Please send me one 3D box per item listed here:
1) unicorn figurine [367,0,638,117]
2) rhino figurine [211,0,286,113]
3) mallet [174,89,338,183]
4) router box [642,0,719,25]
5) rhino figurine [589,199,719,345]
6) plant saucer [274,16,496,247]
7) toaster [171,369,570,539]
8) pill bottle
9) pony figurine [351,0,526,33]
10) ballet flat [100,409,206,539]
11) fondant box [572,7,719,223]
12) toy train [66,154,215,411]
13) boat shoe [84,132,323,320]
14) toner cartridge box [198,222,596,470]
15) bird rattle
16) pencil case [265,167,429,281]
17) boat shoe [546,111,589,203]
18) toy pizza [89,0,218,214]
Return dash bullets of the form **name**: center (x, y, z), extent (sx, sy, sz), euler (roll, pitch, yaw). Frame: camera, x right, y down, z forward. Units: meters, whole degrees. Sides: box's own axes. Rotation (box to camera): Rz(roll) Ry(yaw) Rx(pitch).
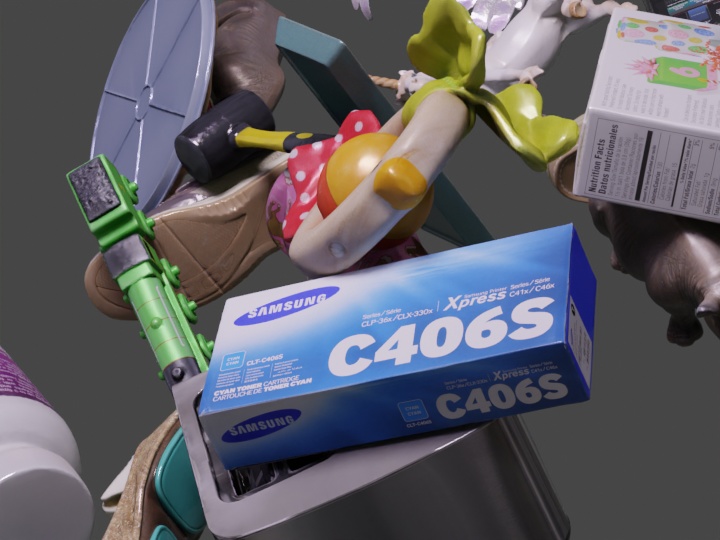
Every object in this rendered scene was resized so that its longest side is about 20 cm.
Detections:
- **unicorn figurine**: center (0.105, -0.147, 1.512), extent (0.200, 0.074, 0.137), euler (-35, 26, -8)
- **rhino figurine**: center (-0.096, -0.136, 1.632), extent (0.087, 0.060, 0.201), euler (-14, 38, 12)
- **mallet**: center (-0.055, -0.077, 1.404), extent (0.066, 0.041, 0.200), euler (-35, 24, -18)
- **router box**: center (0.291, -0.173, 1.437), extent (0.199, 0.062, 0.150), euler (-19, 34, 10)
- **rhino figurine**: center (0.187, -0.001, 1.244), extent (0.060, 0.088, 0.200), euler (-29, 35, -4)
- **plant saucer**: center (0.015, -0.080, 1.373), extent (0.019, 0.200, 0.070), euler (-50, 40, -11)
- **toaster**: center (0.003, 0.110, 1.201), extent (0.180, 0.119, 0.200), euler (-25, 35, 2)
- **pill bottle**: center (-0.238, 0.113, 1.352), extent (0.112, 0.113, 0.200), euler (-34, 35, -13)
- **pony figurine**: center (0.069, -0.289, 1.645), extent (0.166, 0.200, 0.194), euler (19, 69, 37)
- **ballet flat**: center (-0.128, 0.149, 1.276), extent (0.065, 0.071, 0.200), euler (-11, 35, 26)
- **fondant box**: center (0.227, -0.079, 1.236), extent (0.199, 0.059, 0.144), euler (12, 31, 6)
- **toy train**: center (-0.135, 0.011, 1.404), extent (0.042, 0.056, 0.201), euler (-30, 63, 3)
- **boat shoe**: center (-0.096, -0.032, 1.495), extent (0.199, 0.072, 0.065), euler (-31, 22, -1)
- **toner cartridge box**: center (0.020, 0.040, 1.139), extent (0.199, 0.043, 0.095), euler (-13, 36, 18)
- **bird rattle**: center (0.009, -0.059, 1.222), extent (0.200, 0.113, 0.163), euler (-30, 16, 39)
- **pencil case**: center (0.000, 0.000, 1.374), extent (0.086, 0.083, 0.200), euler (-40, 34, 8)
- **boat shoe**: center (0.208, -0.067, 1.348), extent (0.199, 0.072, 0.065), euler (-5, 38, 18)
- **toy pizza**: center (-0.142, -0.116, 1.573), extent (0.200, 0.032, 0.201), euler (-42, 40, 48)
